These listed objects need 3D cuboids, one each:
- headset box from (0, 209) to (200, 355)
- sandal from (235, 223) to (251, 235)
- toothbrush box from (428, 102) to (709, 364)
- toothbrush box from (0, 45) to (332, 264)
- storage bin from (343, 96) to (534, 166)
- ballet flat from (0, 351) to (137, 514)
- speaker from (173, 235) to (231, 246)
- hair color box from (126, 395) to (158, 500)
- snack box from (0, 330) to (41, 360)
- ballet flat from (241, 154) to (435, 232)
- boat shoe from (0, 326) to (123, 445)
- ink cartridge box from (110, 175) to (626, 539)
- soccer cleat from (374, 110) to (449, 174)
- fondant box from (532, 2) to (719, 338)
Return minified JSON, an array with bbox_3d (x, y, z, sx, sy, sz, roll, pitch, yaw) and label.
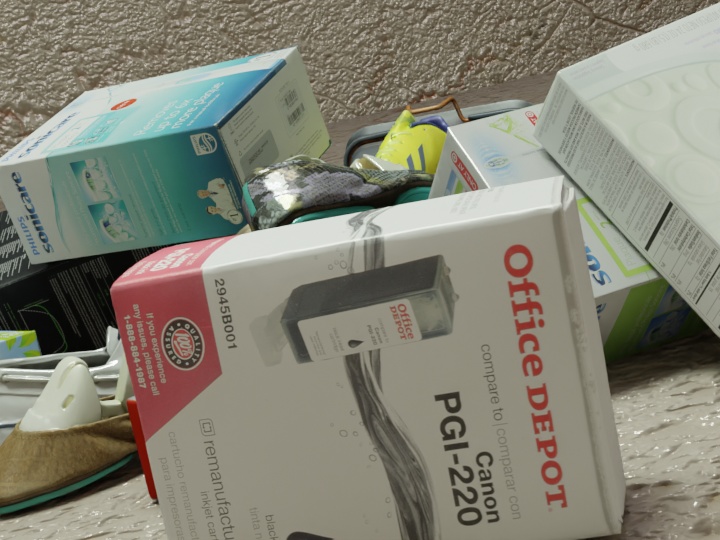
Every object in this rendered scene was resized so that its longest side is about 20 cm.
[{"bbox_3d":[-0.193,-0.012,1.142,0.199,0.093,0.174,-22,25,1],"label":"headset box"},{"bbox_3d":[-0.004,0.004,0.972,0.078,0.070,0.211,-46,-23,28],"label":"sandal"},{"bbox_3d":[0.162,-0.033,0.873,0.199,0.086,0.146,-16,56,-22],"label":"toothbrush box"},{"bbox_3d":[-0.143,-0.084,1.035,0.199,0.086,0.147,-8,26,28],"label":"toothbrush box"},{"bbox_3d":[0.072,-0.073,1.282,0.199,0.146,0.134,-9,21,16],"label":"storage bin"},{"bbox_3d":[-0.138,0.078,0.839,0.199,0.073,0.068,-16,15,-23],"label":"ballet flat"},{"bbox_3d":[-0.064,0.008,1.050,0.081,0.082,0.200,-4,6,34],"label":"speaker"},{"bbox_3d":[-0.017,0.070,0.787,0.199,0.062,0.101,-21,13,-38],"label":"hair color box"},{"bbox_3d":[-0.344,0.097,0.982,0.168,0.068,0.199,-2,12,44],"label":"snack box"},{"bbox_3d":[0.000,-0.046,0.907,0.072,0.073,0.200,-2,0,41],"label":"ballet flat"},{"bbox_3d":[-0.151,0.067,0.923,0.199,0.066,0.074,-12,10,-14],"label":"boat shoe"},{"bbox_3d":[0.008,0.050,0.625,0.199,0.147,0.085,-10,9,10],"label":"ink cartridge box"},{"bbox_3d":[0.029,-0.081,1.109,0.064,0.084,0.200,-7,8,23],"label":"soccer cleat"},{"bbox_3d":[0.217,-0.052,0.808,0.144,0.200,0.058,-25,-26,-28],"label":"fondant box"}]
